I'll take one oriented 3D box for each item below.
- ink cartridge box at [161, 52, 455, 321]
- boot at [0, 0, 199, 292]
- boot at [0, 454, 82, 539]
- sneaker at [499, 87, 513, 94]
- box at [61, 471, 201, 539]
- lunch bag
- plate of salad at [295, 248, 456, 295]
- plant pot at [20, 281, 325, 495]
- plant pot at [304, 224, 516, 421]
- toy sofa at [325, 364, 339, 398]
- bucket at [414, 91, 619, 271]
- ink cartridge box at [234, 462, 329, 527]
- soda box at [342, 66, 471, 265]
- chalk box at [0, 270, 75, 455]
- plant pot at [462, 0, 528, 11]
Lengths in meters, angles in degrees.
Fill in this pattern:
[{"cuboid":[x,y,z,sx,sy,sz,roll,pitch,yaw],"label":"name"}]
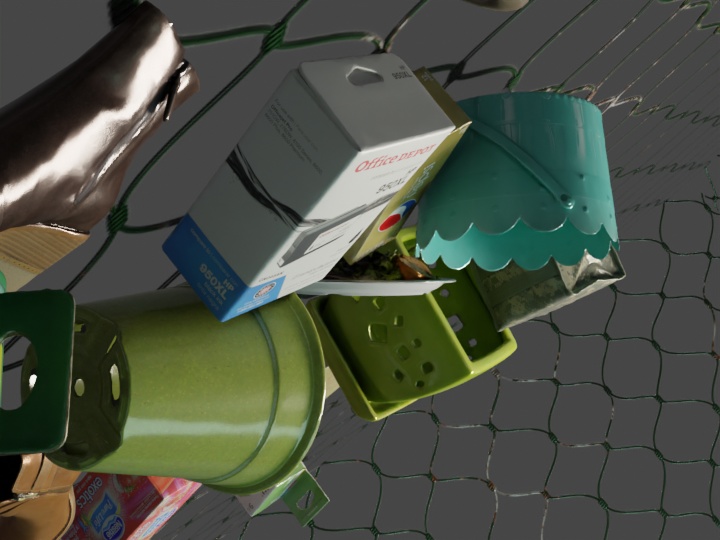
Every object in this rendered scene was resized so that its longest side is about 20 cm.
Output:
[{"cuboid":[-0.041,-0.066,0.862,0.200,0.084,0.144,-48,166,34],"label":"ink cartridge box"},{"cuboid":[-0.164,-0.076,0.551,0.167,0.072,0.200,-50,168,-7],"label":"boot"},{"cuboid":[-0.326,0.219,1.058,0.200,0.077,0.155,-46,168,17],"label":"boot"},{"cuboid":[0.150,-0.127,1.229,0.118,0.074,0.200,-46,171,0],"label":"sneaker"},{"cuboid":[-0.283,0.277,1.365,0.200,0.095,0.102,-47,167,32],"label":"box"},{"cuboid":[0.210,-0.048,1.373,0.117,0.201,0.164,-15,170,-33],"label":"lunch bag"},{"cuboid":[0.000,0.000,1.146,0.198,0.048,0.200,0,-178,0],"label":"plate of salad"},{"cuboid":[-0.161,0.090,0.891,0.200,0.201,0.189,-44,155,23],"label":"plant pot"},{"cuboid":[0.056,0.072,1.407,0.181,0.201,0.199,-34,171,23],"label":"plant pot"},{"cuboid":[-0.051,0.138,1.638,0.200,0.098,0.083,-39,144,-2],"label":"toy sofa"},{"cuboid":[0.148,-0.082,1.073,0.205,0.136,0.207,-1,169,0],"label":"bucket"},{"cuboid":[-0.139,0.263,1.495,0.059,0.200,0.104,-28,164,-40],"label":"ink cartridge box"},{"cuboid":[0.022,-0.090,1.005,0.064,0.068,0.200,-32,166,-33],"label":"soda box"},{"cuboid":[-0.210,0.042,0.430,0.198,0.126,0.124,0,163,-3],"label":"chalk box"},{"cuboid":[0.004,-0.200,0.316,0.175,0.200,0.200,-59,164,10],"label":"plant pot"}]
